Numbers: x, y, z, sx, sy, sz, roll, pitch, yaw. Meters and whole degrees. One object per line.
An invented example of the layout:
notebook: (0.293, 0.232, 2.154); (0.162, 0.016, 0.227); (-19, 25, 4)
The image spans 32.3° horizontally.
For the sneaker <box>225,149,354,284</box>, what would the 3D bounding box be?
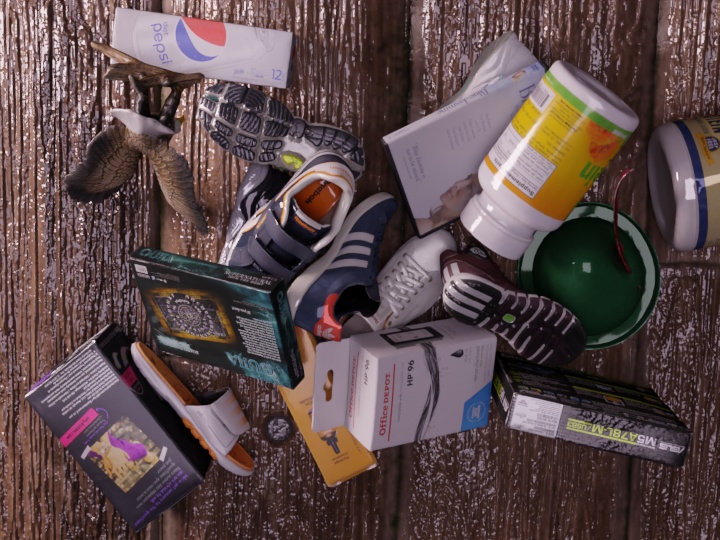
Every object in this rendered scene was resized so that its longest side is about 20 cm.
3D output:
sneaker: (-0.079, -0.039, 1.339); (0.078, 0.079, 0.201); (32, 102, -18)

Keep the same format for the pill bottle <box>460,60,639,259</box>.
pill bottle: (0.197, -0.114, 1.337); (0.111, 0.111, 0.201); (34, 110, -5)

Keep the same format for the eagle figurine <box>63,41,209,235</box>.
eagle figurine: (-0.231, -0.129, 1.359); (0.150, 0.152, 0.202); (-8, 124, -39)

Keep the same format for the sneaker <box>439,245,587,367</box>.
sneaker: (0.168, 0.026, 1.405); (0.199, 0.116, 0.076); (29, 116, -29)

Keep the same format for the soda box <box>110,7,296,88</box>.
soda box: (-0.173, -0.247, 1.387); (0.198, 0.068, 0.064); (8, 99, -1)

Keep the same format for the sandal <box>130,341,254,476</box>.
sandal: (-0.180, 0.151, 1.437); (0.059, 0.079, 0.207); (-40, 101, 4)

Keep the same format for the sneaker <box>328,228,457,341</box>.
sneaker: (0.038, 0.036, 1.420); (0.073, 0.085, 0.200); (41, 96, 3)

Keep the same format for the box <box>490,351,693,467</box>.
box: (0.248, 0.151, 1.386); (0.198, 0.193, 0.048); (13, 97, -3)

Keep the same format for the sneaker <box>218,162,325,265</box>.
sneaker: (-0.100, -0.017, 1.418); (0.113, 0.076, 0.202); (16, 99, -3)

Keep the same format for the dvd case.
dvd case: (0.132, -0.131, 1.382); (0.199, 0.018, 0.143); (-26, 130, -4)

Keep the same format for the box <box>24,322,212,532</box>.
box: (-0.270, 0.176, 1.424); (0.106, 0.122, 0.201); (-36, 98, 5)

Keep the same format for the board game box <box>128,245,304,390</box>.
board game box: (-0.159, 0.051, 1.378); (0.199, 0.028, 0.136); (13, 131, 30)

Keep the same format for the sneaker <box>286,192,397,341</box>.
sneaker: (0.000, 0.000, 1.382); (0.084, 0.075, 0.200); (30, 62, 15)

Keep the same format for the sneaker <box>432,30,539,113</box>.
sneaker: (0.129, -0.170, 1.399); (0.080, 0.070, 0.200); (40, 98, -13)

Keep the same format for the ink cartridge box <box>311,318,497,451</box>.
ink cartridge box: (0.049, 0.128, 1.391); (0.198, 0.068, 0.117); (-8, 114, -28)

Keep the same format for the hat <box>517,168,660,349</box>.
hat: (0.261, 0.009, 1.370); (0.165, 0.176, 0.201); (-32, 98, 5)

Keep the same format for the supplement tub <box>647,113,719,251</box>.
supplement tub: (0.429, -0.106, 1.370); (0.198, 0.144, 0.146); (-10, 99, 1)

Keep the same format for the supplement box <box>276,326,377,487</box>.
supplement box: (-0.050, 0.145, 1.449); (0.066, 0.069, 0.201); (-25, 96, 5)

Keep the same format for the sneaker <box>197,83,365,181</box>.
sneaker: (-0.091, -0.144, 1.396); (0.199, 0.080, 0.078); (25, 88, -8)
